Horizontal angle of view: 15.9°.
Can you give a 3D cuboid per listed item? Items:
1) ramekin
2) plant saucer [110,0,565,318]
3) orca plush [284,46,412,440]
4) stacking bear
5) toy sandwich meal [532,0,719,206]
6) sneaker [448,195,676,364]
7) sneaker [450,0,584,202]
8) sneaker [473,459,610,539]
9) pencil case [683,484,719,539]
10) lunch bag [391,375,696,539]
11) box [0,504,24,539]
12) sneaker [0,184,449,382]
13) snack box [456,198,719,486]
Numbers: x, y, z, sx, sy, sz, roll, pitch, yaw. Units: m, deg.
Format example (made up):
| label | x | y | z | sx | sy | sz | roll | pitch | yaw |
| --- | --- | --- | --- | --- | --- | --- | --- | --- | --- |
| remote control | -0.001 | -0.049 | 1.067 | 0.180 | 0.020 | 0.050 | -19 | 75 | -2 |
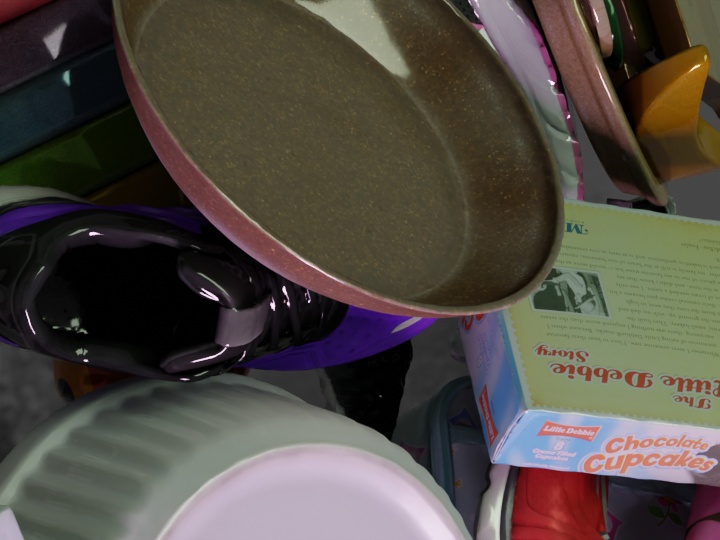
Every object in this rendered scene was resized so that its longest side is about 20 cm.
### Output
| label | x | y | z | sx | sy | sz | roll | pitch | yaw |
| --- | --- | --- | --- | --- | --- | --- | --- | --- | --- |
| ramekin | -0.044 | 0.138 | 0.945 | 0.200 | 0.105 | 0.201 | -1 | 91 | -33 |
| plant saucer | -0.014 | -0.056 | 0.951 | 0.200 | 0.037 | 0.201 | 27 | 39 | -24 |
| orca plush | 0.000 | 0.000 | 1.028 | 0.105 | 0.071 | 0.201 | -20 | 103 | -59 |
| stacking bear | -0.109 | -0.028 | 1.022 | 0.114 | 0.121 | 0.201 | -29 | 98 | -34 |
| toy sandwich meal | 0.121 | -0.120 | 1.143 | 0.205 | 0.070 | 0.206 | -21 | 90 | -80 |
| sneaker | 0.094 | 0.005 | 1.134 | 0.075 | 0.082 | 0.200 | 23 | 16 | 11 |
| sneaker | 0.034 | -0.105 | 1.109 | 0.080 | 0.086 | 0.201 | -80 | 148 | -70 |
| sneaker | 0.095 | 0.140 | 0.994 | 0.077 | 0.085 | 0.201 | 36 | 48 | -52 |
| pencil case | 0.175 | 0.108 | 1.085 | 0.200 | 0.090 | 0.094 | -59 | 141 | -41 |
| lunch bag | 0.091 | 0.132 | 1.116 | 0.199 | 0.077 | 0.161 | 17 | 59 | -31 |
| box | -0.163 | 0.200 | 0.820 | 0.176 | 0.097 | 0.201 | -36 | 115 | -37 |
| sneaker | -0.048 | 0.011 | 0.941 | 0.199 | 0.099 | 0.070 | 0 | 101 | -21 |
| snack box | 0.136 | 0.031 | 1.035 | 0.199 | 0.037 | 0.116 | 8 | 46 | -22 |
